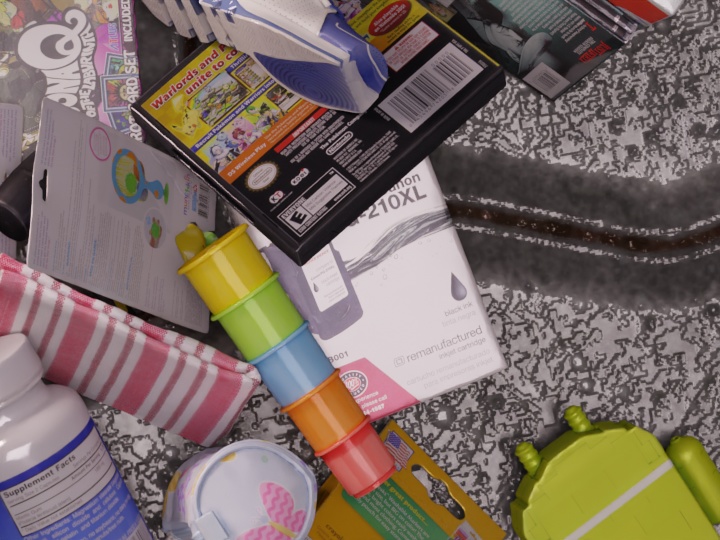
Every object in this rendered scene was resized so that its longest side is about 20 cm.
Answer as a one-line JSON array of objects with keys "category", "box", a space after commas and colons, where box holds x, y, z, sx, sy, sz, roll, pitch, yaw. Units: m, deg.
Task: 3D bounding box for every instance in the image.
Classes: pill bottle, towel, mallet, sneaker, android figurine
[{"category": "pill bottle", "box": [-0.224, 0.150, 1.604, 0.112, 0.112, 0.201, -28, 105, -5]}, {"category": "towel", "box": [-0.171, 0.056, 1.611, 0.199, 0.146, 0.030, 24, 66, -7]}, {"category": "mallet", "box": [-0.183, -0.003, 1.636, 0.200, 0.041, 0.066, 50, 58, -32]}, {"category": "sneaker", "box": [-0.054, -0.201, 1.604, 0.199, 0.081, 0.115, 30, 71, 26]}, {"category": "android figurine", "box": [0.189, 0.194, 1.699, 0.182, 0.041, 0.200, -37, 102, -7]}]

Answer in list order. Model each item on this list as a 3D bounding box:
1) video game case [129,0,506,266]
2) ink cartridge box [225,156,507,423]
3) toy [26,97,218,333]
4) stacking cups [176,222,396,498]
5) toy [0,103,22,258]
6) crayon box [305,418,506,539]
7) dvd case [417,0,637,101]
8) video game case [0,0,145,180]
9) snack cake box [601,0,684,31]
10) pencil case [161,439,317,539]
[{"category": "video game case", "box": [-0.030, -0.122, 1.615, 0.200, 0.026, 0.181, -42, 61, -15]}, {"category": "ink cartridge box", "box": [0.000, 0.000, 1.656, 0.144, 0.084, 0.201, -21, 94, -5]}, {"category": "toy", "box": [-0.172, -0.032, 1.588, 0.047, 0.200, 0.116, -7, 72, 34]}, {"category": "stacking cups", "box": [-0.046, 0.065, 1.591, 0.060, 0.061, 0.200, -35, 98, -5]}, {"category": "toy", "box": [-0.329, -0.062, 1.574, 0.199, 0.047, 0.116, 3, 91, -41]}, {"category": "crayon box", "box": [0.003, 0.220, 1.647, 0.126, 0.052, 0.200, 45, 52, -6]}, {"category": "dvd case", "box": [0.086, -0.202, 1.633, 0.200, 0.146, 0.022, 36, 70, -5]}, {"category": "video game case", "box": [-0.246, -0.133, 1.648, 0.180, 0.036, 0.201, -4, 92, -5]}, {"category": "snack cake box", "box": [0.165, -0.225, 1.612, 0.115, 0.200, 0.067, 37, 86, -7]}, {"category": "pencil case", "box": [-0.087, 0.161, 1.596, 0.090, 0.200, 0.084, -15, 87, -13]}]
